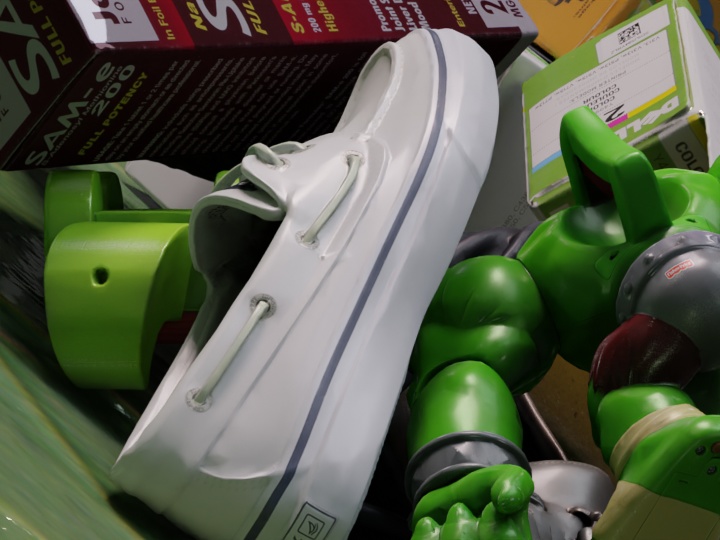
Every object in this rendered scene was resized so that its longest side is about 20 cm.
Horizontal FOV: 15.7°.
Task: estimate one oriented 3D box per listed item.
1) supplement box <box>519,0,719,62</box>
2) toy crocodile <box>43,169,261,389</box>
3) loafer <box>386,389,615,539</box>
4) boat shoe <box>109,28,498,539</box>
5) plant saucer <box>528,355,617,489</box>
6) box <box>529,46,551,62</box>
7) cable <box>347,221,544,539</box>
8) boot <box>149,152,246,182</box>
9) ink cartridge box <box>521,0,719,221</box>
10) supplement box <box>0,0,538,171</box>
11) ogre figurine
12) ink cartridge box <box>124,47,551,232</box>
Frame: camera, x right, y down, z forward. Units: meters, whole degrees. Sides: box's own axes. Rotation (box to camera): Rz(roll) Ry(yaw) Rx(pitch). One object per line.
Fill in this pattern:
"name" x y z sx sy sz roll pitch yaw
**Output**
"supplement box" 0.109 -0.116 1.163 0.069 0.067 0.200 38 6 -15
"toy crocodile" -0.062 -0.001 0.820 0.067 0.062 0.200 1 2 0
"loafer" 0.049 0.073 0.838 0.072 0.063 0.200 32 8 -31
"boat shoe" -0.013 -0.008 0.720 0.067 0.074 0.200 28 43 -11
"plant saucer" 0.138 0.109 0.927 0.200 0.048 0.200 45 -7 49
"box" 0.063 -0.071 1.401 0.200 0.177 0.097 32 8 -26
"cable" 0.045 0.051 0.788 0.163 0.051 0.200 14 36 0
"boot" -0.106 -0.087 0.957 0.182 0.073 0.200 29 6 -21
"ink cartridge box" 0.128 0.012 0.953 0.148 0.076 0.200 54 20 -24
"supplement box" -0.047 -0.096 0.832 0.200 0.061 0.109 -9 61 -46
"ogre figurine" 0.093 0.015 0.718 0.098 0.200 0.120 47 6 -38
"ink cartridge box" 0.034 -0.035 1.138 0.147 0.146 0.200 41 9 38
